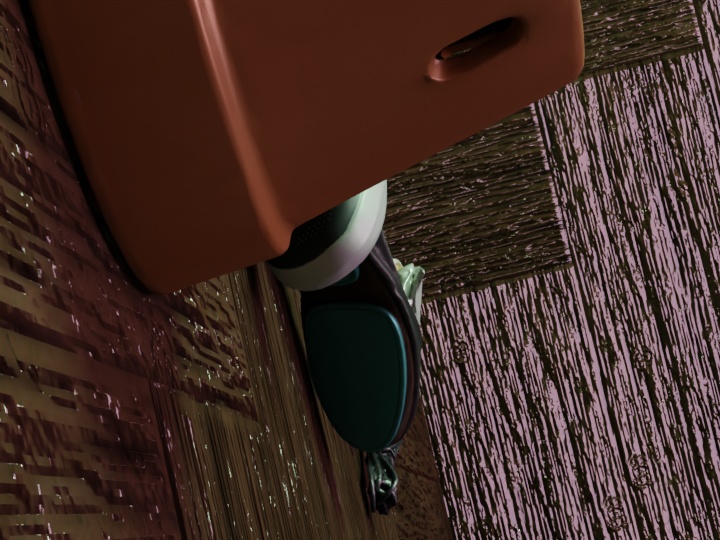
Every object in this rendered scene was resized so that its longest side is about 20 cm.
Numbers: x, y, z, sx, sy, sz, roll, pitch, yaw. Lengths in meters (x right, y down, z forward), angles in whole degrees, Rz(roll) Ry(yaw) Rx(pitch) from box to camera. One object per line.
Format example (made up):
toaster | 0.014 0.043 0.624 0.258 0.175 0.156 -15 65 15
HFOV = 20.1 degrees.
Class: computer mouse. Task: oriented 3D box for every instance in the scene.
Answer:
computer mouse | 0.005 0.043 1.303 0.141 0.046 0.201 -90 166 -74

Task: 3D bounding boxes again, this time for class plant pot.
plant pot | -0.017 -0.107 0.595 0.200 0.139 0.202 -14 90 -88

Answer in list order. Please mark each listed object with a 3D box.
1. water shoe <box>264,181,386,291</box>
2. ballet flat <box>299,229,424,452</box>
water shoe | -0.042 -0.080 0.935 0.079 0.071 0.201 35 34 -42
ballet flat | 0.000 0.000 1.049 0.068 0.068 0.201 -53 139 -42
